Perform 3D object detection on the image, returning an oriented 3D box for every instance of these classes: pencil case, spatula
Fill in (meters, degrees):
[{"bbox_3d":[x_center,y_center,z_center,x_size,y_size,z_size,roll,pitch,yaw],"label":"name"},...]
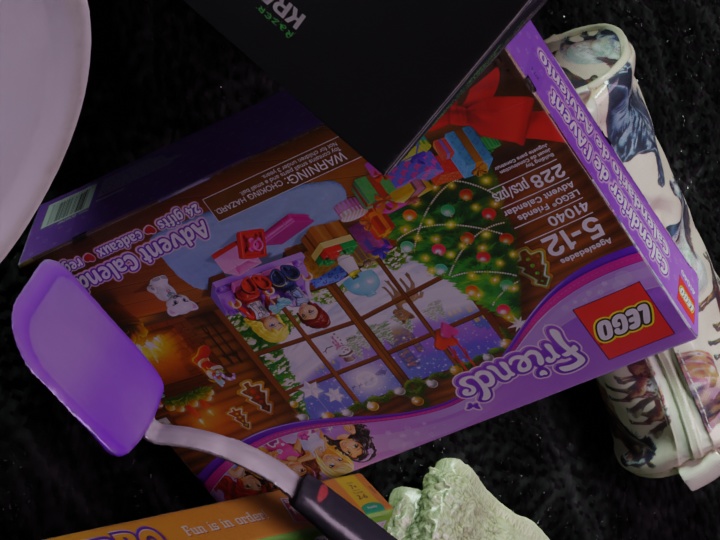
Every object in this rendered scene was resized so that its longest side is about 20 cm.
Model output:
[{"bbox_3d":[0.118,-0.004,1.041,0.089,0.078,0.200,-66,134,-64],"label":"pencil case"},{"bbox_3d":[-0.037,0.069,0.803,0.200,0.021,0.057,35,31,-6],"label":"spatula"}]

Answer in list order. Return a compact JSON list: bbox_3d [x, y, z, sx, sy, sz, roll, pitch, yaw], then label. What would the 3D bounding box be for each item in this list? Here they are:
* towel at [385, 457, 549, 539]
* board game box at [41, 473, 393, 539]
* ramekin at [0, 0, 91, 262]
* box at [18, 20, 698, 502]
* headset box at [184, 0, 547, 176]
[{"bbox_3d":[0.045,0.193,0.964,0.148,0.036,0.201,39,57,-36],"label":"towel"},{"bbox_3d":[-0.079,0.125,0.804,0.200,0.030,0.096,-9,135,-50],"label":"board game box"},{"bbox_3d":[-0.162,-0.048,0.649,0.202,0.094,0.203,-44,156,-25],"label":"ramekin"},{"bbox_3d":[0.000,0.000,0.824,0.137,0.200,0.039,52,28,-28],"label":"box"},{"bbox_3d":[0.001,-0.150,0.704,0.174,0.093,0.200,42,43,1],"label":"headset box"}]
